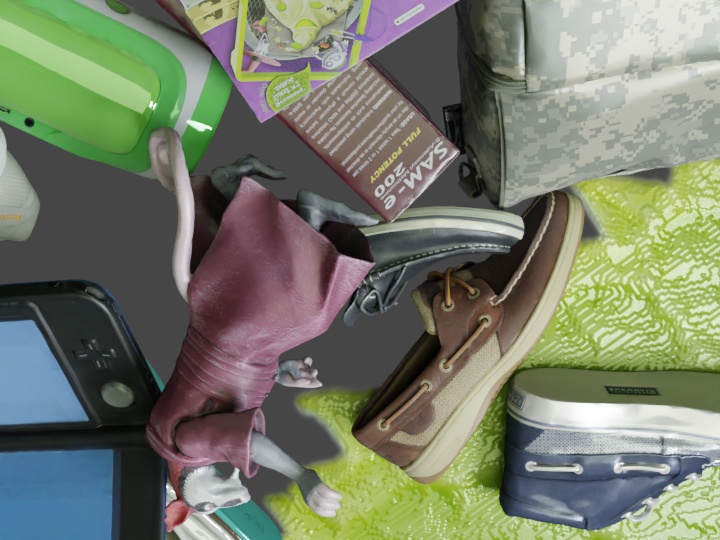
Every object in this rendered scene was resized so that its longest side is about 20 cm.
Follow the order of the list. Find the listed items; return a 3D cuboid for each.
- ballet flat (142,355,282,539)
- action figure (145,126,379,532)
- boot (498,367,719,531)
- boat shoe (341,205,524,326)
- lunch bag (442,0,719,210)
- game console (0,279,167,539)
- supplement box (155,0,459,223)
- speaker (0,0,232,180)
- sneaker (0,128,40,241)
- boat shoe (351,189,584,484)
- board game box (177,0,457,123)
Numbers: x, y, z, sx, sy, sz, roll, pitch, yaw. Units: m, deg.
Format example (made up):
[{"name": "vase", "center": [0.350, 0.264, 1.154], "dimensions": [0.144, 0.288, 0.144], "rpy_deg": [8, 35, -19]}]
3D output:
[{"name": "ballet flat", "center": [-0.126, 0.122, 1.016], "dimensions": [0.069, 0.069, 0.201], "rpy_deg": [-36, 108, 0]}, {"name": "action figure", "center": [-0.071, 0.045, 0.889], "dimensions": [0.148, 0.134, 0.202], "rpy_deg": [22, 96, -19]}, {"name": "boot", "center": [0.186, 0.117, 1.070], "dimensions": [0.198, 0.073, 0.091], "rpy_deg": [5, 110, -3]}, {"name": "boat shoe", "center": [0.000, 0.000, 0.990], "dimensions": [0.198, 0.075, 0.063], "rpy_deg": [-10, 87, 3]}, {"name": "lunch bag", "center": [0.148, -0.127, 0.962], "dimensions": [0.198, 0.140, 0.169], "rpy_deg": [-11, 122, -5]}, {"name": "game console", "center": [-0.213, 0.108, 0.923], "dimensions": [0.198, 0.119, 0.172], "rpy_deg": [-4, 135, 16]}, {"name": "supplement box", "center": [-0.040, -0.124, 0.943], "dimensions": [0.200, 0.109, 0.061], "rpy_deg": [42, 97, -16]}, {"name": "speaker", "center": [-0.174, -0.122, 0.932], "dimensions": [0.199, 0.088, 0.089], "rpy_deg": [25, 98, -15]}, {"name": "sneaker", "center": [-0.272, -0.012, 0.950], "dimensions": [0.198, 0.076, 0.092], "rpy_deg": [-21, 140, 11]}, {"name": "boat shoe", "center": [0.063, 0.031, 1.022], "dimensions": [0.072, 0.072, 0.201], "rpy_deg": [30, 100, -13]}, {"name": "board game box", "center": [-0.001, -0.174, 0.839], "dimensions": [0.199, 0.032, 0.121], "rpy_deg": [-29, 105, 16]}]
